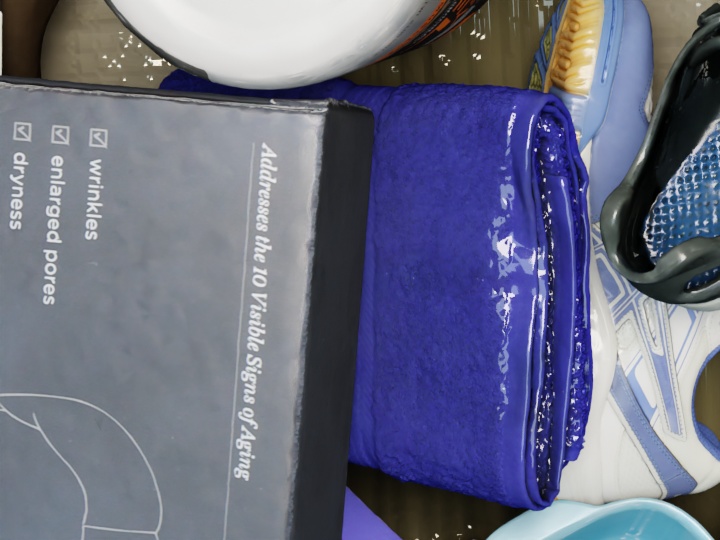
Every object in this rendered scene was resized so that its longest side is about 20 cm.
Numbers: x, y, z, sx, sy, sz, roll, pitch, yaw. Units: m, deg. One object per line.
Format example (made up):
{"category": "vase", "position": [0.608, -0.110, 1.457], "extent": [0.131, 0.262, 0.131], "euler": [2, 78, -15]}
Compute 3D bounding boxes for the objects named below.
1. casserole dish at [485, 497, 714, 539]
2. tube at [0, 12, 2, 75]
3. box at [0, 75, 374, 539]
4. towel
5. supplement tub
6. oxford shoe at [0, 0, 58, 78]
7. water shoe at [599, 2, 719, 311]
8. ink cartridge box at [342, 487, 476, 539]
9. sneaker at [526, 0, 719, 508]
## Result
{"category": "casserole dish", "position": [0.107, 0.180, 0.756], "extent": [0.121, 0.039, 0.201], "euler": [-28, 78, -9]}
{"category": "tube", "position": [-0.203, -0.117, 0.789], "extent": [0.200, 0.058, 0.052], "euler": [37, 91, 25]}
{"category": "box", "position": [-0.104, 0.035, 0.686], "extent": [0.195, 0.124, 0.201], "euler": [6, 95, 9]}
{"category": "towel", "position": [0.000, 0.000, 0.770], "extent": [0.199, 0.049, 0.149], "euler": [9, 102, 40]}
{"category": "supplement tub", "position": [-0.010, -0.130, 0.692], "extent": [0.122, 0.200, 0.123], "euler": [3, 101, 13]}
{"category": "oxford shoe", "position": [-0.117, -0.136, 0.787], "extent": [0.084, 0.073, 0.201], "euler": [0, 126, -22]}
{"category": "water shoe", "position": [0.151, -0.075, 0.678], "extent": [0.071, 0.079, 0.201], "euler": [31, 99, 24]}
{"category": "ink cartridge box", "position": [0.020, 0.198, 0.771], "extent": [0.200, 0.198, 0.043], "euler": [44, 136, 1]}
{"category": "sneaker", "position": [0.105, -0.009, 0.773], "extent": [0.087, 0.075, 0.201], "euler": [0, 106, -3]}
